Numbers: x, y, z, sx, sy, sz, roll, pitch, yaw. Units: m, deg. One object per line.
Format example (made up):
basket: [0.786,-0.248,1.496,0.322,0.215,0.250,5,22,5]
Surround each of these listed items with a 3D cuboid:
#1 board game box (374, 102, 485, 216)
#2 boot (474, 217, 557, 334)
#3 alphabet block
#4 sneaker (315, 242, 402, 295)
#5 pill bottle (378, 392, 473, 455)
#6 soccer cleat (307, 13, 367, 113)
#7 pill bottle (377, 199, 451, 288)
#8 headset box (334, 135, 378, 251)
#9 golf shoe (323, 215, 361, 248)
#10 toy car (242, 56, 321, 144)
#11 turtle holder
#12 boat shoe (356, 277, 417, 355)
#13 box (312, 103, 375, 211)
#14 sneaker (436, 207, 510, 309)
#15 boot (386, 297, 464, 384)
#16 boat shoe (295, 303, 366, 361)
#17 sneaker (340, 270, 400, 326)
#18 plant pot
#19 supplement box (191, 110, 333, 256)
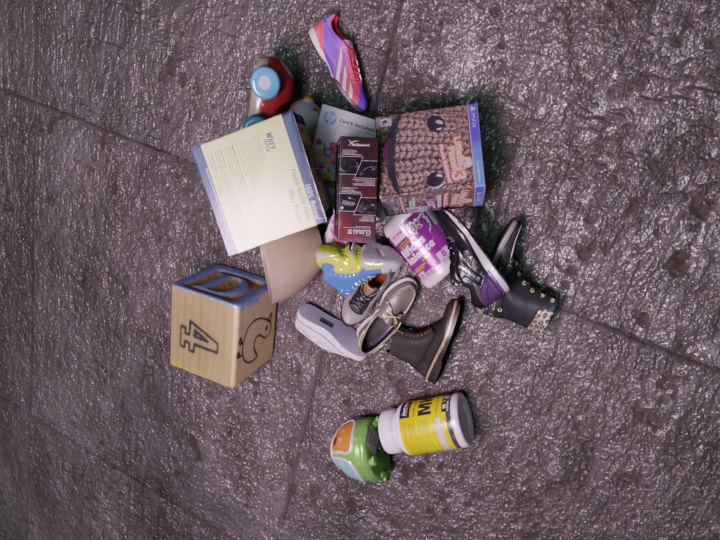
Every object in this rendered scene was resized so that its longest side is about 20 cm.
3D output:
board game box: [0.130,-0.206,1.053,0.192,0.097,0.166,-6,76,9]
boot: [0.324,0.015,1.106,0.149,0.073,0.210,22,111,11]
alphabet block: [-0.326,0.125,1.343,0.190,0.195,0.208,15,111,20]
sneaker: [0.000,0.000,1.176,0.193,0.076,0.108,9,125,24]
pill bottle: [0.144,0.346,1.244,0.194,0.114,0.118,-17,98,25]
soccer cleat: [-0.032,-0.422,1.139,0.072,0.068,0.204,-31,89,22]
pill bottle: [0.117,-0.076,1.143,0.112,0.112,0.202,-41,87,26]
headset box: [-0.011,-0.142,1.063,0.074,0.149,0.209,2,97,-5]
golf shoe: [-0.049,-0.085,1.232,0.089,0.072,0.208,-1,104,22]
toy car: [-0.138,-0.336,1.176,0.192,0.185,0.183,11,111,-12]
turtle holder: [0.009,0.426,1.325,0.127,0.185,0.146,-11,68,24]
boat shoe: [0.061,0.105,1.231,0.071,0.061,0.203,32,115,-16]
box: [-0.030,-0.216,1.148,0.150,0.041,0.208,14,93,-8]
sneaker: [0.192,-0.019,1.053,0.087,0.076,0.202,-37,89,9]
boot: [0.137,0.132,1.215,0.135,0.077,0.206,26,112,20]
boat shoe: [-0.069,0.156,1.316,0.197,0.073,0.067,35,131,14]
sneaker: [0.010,0.048,1.241,0.073,0.079,0.202,39,117,6]
plant pot: [-0.153,-0.043,1.242,0.129,0.200,0.208,-12,102,-11]
supplement box: [-0.174,-0.163,1.044,0.193,0.134,0.207,-18,100,6]
